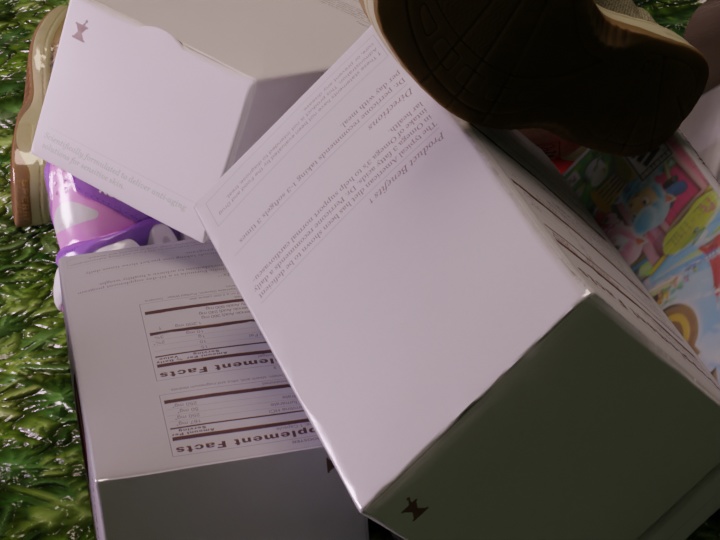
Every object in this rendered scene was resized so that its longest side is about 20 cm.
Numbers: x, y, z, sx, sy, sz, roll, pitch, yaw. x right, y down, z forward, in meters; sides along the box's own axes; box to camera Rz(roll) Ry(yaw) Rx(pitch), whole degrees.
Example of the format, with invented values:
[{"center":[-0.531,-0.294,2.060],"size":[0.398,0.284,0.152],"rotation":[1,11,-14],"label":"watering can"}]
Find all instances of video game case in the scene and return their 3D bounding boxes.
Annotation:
[{"center":[0.086,0.050,1.034],"size":[0.200,0.022,0.182],"rotation":[-45,41,15],"label":"video game case"}]

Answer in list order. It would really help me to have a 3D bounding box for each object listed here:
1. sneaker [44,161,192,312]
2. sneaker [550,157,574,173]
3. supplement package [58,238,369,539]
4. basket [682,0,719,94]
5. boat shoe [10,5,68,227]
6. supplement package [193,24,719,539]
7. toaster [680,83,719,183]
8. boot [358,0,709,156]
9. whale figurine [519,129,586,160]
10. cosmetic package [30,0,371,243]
[{"center":[-0.086,-0.042,1.293],"size":[0.080,0.089,0.200],"rotation":[-25,-6,41],"label":"sneaker"},{"center":[0.111,-0.031,1.332],"size":[0.199,0.079,0.116],"rotation":[15,23,13],"label":"sneaker"},{"center":[-0.064,0.078,1.090],"size":[0.109,0.114,0.200],"rotation":[-8,26,-7],"label":"supplement package"},{"center":[0.262,-0.083,1.200],"size":[0.199,0.181,0.136],"rotation":[-5,-15,32],"label":"basket"},{"center":[-0.166,-0.090,1.498],"size":[0.062,0.073,0.200],"rotation":[1,38,0],"label":"boat shoe"},{"center":[0.039,0.017,0.991],"size":[0.117,0.117,0.200],"rotation":[-43,41,11],"label":"supplement package"},{"center":[0.186,0.002,1.116],"size":[0.114,0.200,0.129],"rotation":[-32,18,34],"label":"toaster"},{"center":[0.035,-0.124,1.007],"size":[0.200,0.072,0.155],"rotation":[17,24,-51],"label":"boot"},{"center":[0.085,-0.113,1.360],"size":[0.159,0.104,0.200],"rotation":[-11,-18,3],"label":"whale figurine"},{"center":[-0.050,-0.083,1.200],"size":[0.107,0.085,0.200],"rotation":[28,22,25],"label":"cosmetic package"}]
